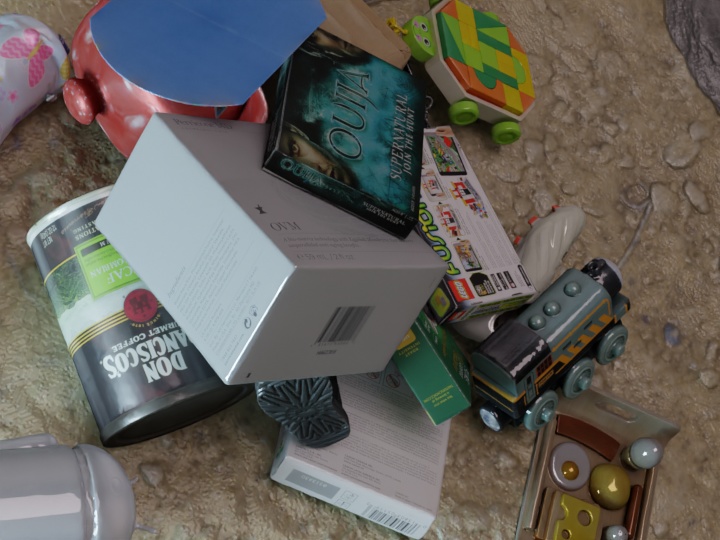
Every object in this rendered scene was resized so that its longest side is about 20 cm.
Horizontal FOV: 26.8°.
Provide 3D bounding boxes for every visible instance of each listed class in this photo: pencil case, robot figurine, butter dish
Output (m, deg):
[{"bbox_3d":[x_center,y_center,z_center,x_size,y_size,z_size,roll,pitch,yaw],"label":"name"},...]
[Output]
[{"bbox_3d":[-0.352,-0.147,1.387,0.200,0.083,0.091,-54,140,-31],"label":"pencil case"},{"bbox_3d":[-0.275,0.204,1.263,0.199,0.113,0.170,-1,47,-23],"label":"robot figurine"},{"bbox_3d":[-0.203,-0.177,1.387,0.147,0.200,0.200,-26,88,-30],"label":"butter dish"}]

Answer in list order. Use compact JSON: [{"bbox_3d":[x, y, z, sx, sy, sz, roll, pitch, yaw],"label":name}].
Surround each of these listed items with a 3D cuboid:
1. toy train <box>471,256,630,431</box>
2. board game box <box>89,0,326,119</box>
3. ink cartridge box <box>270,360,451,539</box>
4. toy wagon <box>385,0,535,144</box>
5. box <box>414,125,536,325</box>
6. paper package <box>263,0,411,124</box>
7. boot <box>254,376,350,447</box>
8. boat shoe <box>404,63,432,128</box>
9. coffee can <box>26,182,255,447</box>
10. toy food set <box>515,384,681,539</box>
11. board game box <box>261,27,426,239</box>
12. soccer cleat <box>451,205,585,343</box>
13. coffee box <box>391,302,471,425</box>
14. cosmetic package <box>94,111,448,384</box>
[{"bbox_3d":[0.190,0.072,1.488,0.200,0.114,0.085,-40,54,-20],"label":"toy train"},{"bbox_3d":[-0.131,-0.199,1.282,0.158,0.039,0.200,28,52,14],"label":"board game box"},{"bbox_3d":[0.008,0.142,1.461,0.160,0.050,0.200,24,44,-13],"label":"ink cartridge box"},{"bbox_3d":[0.109,-0.225,1.604,0.200,0.040,0.156,19,53,-42],"label":"toy wagon"},{"bbox_3d":[0.083,-0.048,1.483,0.110,0.035,0.201,-9,65,-38],"label":"box"},{"bbox_3d":[-0.072,-0.200,1.459,0.191,0.200,0.103,44,59,-1],"label":"paper package"},{"bbox_3d":[-0.070,0.040,1.367,0.065,0.165,0.201,-15,58,3],"label":"boot"},{"bbox_3d":[0.036,-0.165,1.573,0.074,0.062,0.201,-15,78,-29],"label":"boat shoe"},{"bbox_3d":[-0.195,0.038,1.344,0.146,0.146,0.201,-17,77,-28],"label":"coffee can"},{"bbox_3d":[0.243,0.222,1.511,0.143,0.060,0.201,24,62,-14],"label":"toy food set"},{"bbox_3d":[-0.010,-0.125,1.281,0.135,0.028,0.200,25,38,-17],"label":"board game box"},{"bbox_3d":[0.174,0.008,1.556,0.077,0.069,0.200,38,63,25],"label":"soccer cleat"},{"bbox_3d":[0.035,0.039,1.414,0.044,0.123,0.200,-32,102,10],"label":"coffee box"},{"bbox_3d":[-0.072,-0.021,1.247,0.199,0.123,0.200,-1,39,-52],"label":"cosmetic package"}]
